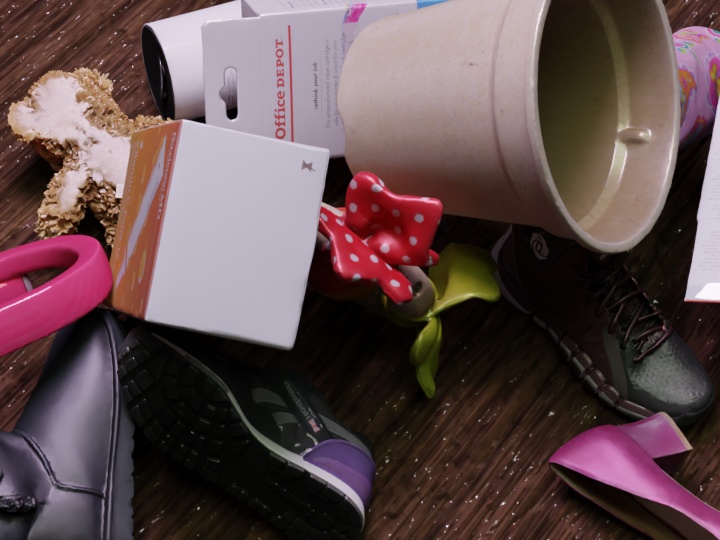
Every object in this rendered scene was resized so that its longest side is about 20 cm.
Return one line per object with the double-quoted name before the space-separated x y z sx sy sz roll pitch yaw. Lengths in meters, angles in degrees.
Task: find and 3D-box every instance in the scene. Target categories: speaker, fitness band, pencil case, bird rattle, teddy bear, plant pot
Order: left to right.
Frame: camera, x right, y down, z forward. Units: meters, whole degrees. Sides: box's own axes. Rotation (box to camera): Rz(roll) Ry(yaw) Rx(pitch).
"fitness band" -0.260 0.033 1.142 0.198 0.038 0.143 -26 19 -17
"teddy bear" -0.170 -0.061 1.263 0.198 0.067 0.146 26 69 4
"speaker" -0.068 -0.176 1.337 0.198 0.082 0.082 -18 60 -18
"bird rattle" 0.000 0.000 1.173 0.162 0.200 0.114 21 83 37
"plant pot" 0.092 -0.113 1.166 0.182 0.201 0.201 1 46 37
"pencil case" 0.230 -0.134 1.299 0.087 0.088 0.200 36 29 16

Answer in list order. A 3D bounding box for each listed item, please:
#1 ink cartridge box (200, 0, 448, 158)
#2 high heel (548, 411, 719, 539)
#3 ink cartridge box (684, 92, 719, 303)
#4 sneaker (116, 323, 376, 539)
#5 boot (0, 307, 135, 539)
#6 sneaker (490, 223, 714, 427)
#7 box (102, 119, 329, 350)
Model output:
"ink cartridge box" -0.025 -0.147 1.276 0.197 0.117 0.068 -7 24 -15
"high heel" 0.209 0.182 1.140 0.095 0.068 0.201 -17 58 -21
"ink cartridge box" 0.301 -0.048 1.229 0.108 0.051 0.202 2 57 24
"sneaker" -0.073 0.095 1.136 0.200 0.076 0.088 42 36 -15
"boot" -0.232 0.104 1.098 0.166 0.076 0.202 11 58 -28
"sneaker" 0.176 0.019 1.217 0.200 0.116 0.076 40 59 19
"box" -0.100 -0.024 1.119 0.096 0.200 0.126 11 88 -16
